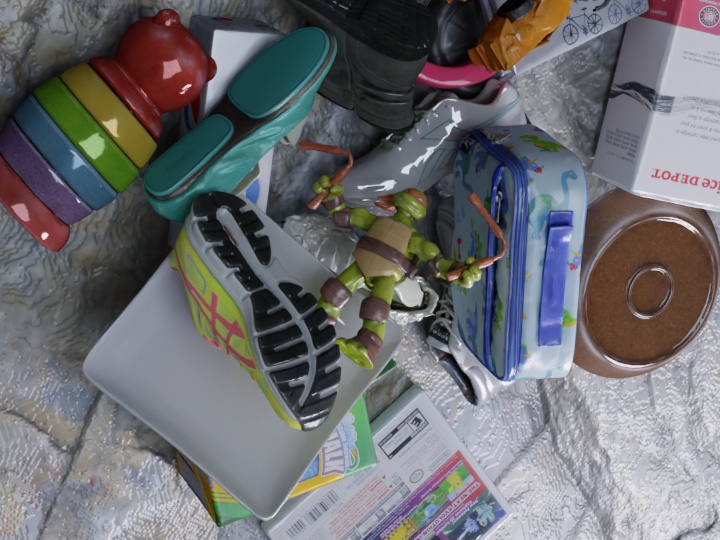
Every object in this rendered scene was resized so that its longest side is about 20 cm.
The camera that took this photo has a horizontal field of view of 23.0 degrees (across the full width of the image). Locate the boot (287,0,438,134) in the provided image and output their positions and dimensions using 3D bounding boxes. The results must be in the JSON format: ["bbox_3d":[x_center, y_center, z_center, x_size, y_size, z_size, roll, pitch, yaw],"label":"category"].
[{"bbox_3d":[-0.031,-0.198,1.478,0.068,0.199,0.131,-48,168,-34],"label":"boot"}]

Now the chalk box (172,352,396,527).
[{"bbox_3d":[-0.065,0.115,1.549,0.198,0.124,0.125,-18,113,-17],"label":"chalk box"}]

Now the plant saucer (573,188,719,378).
[{"bbox_3d":[0.275,0.015,1.722,0.198,0.034,0.203,-7,109,-22],"label":"plant saucer"}]

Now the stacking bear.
[{"bbox_3d":[-0.206,-0.121,1.405,0.200,0.114,0.122,-43,119,-2],"label":"stacking bear"}]

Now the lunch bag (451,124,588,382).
[{"bbox_3d":[0.132,-0.016,1.493,0.081,0.161,0.202,-4,112,-15],"label":"lunch bag"}]

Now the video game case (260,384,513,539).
[{"bbox_3d":[0.029,0.237,1.692,0.200,0.023,0.183,-41,119,-8],"label":"video game case"}]

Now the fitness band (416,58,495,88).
[{"bbox_3d":[0.075,-0.258,1.519,0.142,0.037,0.203,-1,95,-25],"label":"fitness band"}]

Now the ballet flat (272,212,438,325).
[{"bbox_3d":[0.000,0.000,1.544,0.199,0.072,0.072,24,97,-47],"label":"ballet flat"}]

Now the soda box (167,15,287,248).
[{"bbox_3d":[-0.113,-0.107,1.487,0.067,0.064,0.202,1,107,-24],"label":"soda box"}]

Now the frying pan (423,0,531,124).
[{"bbox_3d":[0.109,-0.172,1.588,0.114,0.031,0.192,-17,110,-18],"label":"frying pan"}]

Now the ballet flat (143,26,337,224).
[{"bbox_3d":[-0.090,-0.113,1.432,0.200,0.067,0.071,-44,142,-5],"label":"ballet flat"}]

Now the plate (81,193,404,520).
[{"bbox_3d":[-0.096,0.067,1.449,0.199,0.032,0.200,39,74,-5],"label":"plate"}]

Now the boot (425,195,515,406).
[{"bbox_3d":[0.098,0.035,1.623,0.095,0.073,0.201,-38,120,-16],"label":"boot"}]

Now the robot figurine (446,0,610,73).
[{"bbox_3d":[0.149,-0.266,1.474,0.200,0.058,0.146,-46,116,-25],"label":"robot figurine"}]

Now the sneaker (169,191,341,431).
[{"bbox_3d":[-0.087,0.041,1.396,0.078,0.090,0.201,-16,73,-43],"label":"sneaker"}]

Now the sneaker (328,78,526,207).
[{"bbox_3d":[0.056,-0.114,1.555,0.198,0.070,0.081,-20,119,-18],"label":"sneaker"}]

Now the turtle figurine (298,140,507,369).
[{"bbox_3d":[0.007,-0.011,1.441,0.162,0.199,0.064,-58,165,-13],"label":"turtle figurine"}]

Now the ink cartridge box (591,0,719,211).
[{"bbox_3d":[0.313,-0.166,1.646,0.143,0.084,0.202,8,101,-26],"label":"ink cartridge box"}]

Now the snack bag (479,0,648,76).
[{"bbox_3d":[0.165,-0.292,1.533,0.187,0.021,0.202,-26,108,-33],"label":"snack bag"}]
